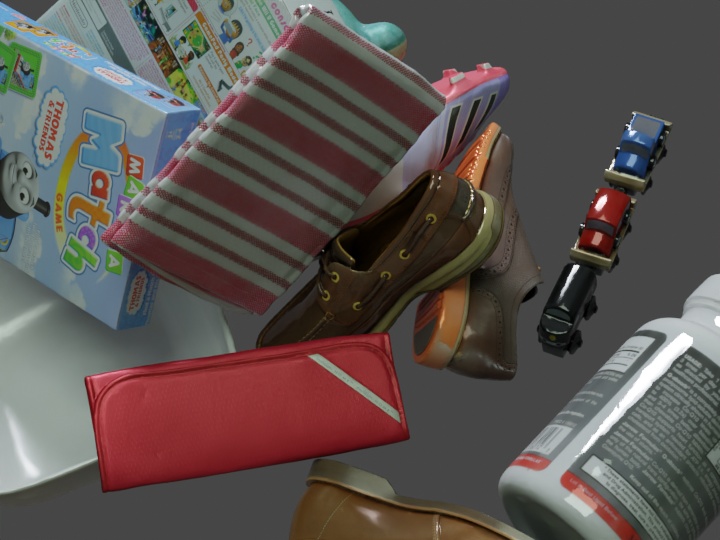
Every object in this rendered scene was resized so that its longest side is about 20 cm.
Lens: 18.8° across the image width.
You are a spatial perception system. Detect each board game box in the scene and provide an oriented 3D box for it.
[{"bbox_3d":[-0.200,-0.072,1.418,0.200,0.151,0.037,28,24,32],"label":"board game box"},{"bbox_3d":[-0.117,-0.145,1.416,0.200,0.064,0.148,-36,75,30],"label":"board game box"}]

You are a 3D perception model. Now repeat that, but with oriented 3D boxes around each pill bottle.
[{"bbox_3d":[0.190,0.103,1.354,0.116,0.116,0.200,37,70,26],"label":"pill bottle"}]

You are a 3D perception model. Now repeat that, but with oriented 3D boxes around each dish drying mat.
[{"bbox_3d":[-0.071,0.088,1.386,0.200,0.018,0.077,-8,79,-13],"label":"dish drying mat"}]

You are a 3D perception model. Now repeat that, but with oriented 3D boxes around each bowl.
[{"bbox_3d":[-0.189,0.057,1.464,0.200,0.075,0.200,-25,59,-6],"label":"bowl"}]

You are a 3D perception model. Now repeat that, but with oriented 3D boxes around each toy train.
[{"bbox_3d":[0.166,-0.032,1.480,0.034,0.046,0.200,18,63,18],"label":"toy train"}]

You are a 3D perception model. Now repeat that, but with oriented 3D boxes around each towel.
[{"bbox_3d":[-0.053,-0.066,1.358,0.200,0.146,0.030,-48,50,11],"label":"towel"}]

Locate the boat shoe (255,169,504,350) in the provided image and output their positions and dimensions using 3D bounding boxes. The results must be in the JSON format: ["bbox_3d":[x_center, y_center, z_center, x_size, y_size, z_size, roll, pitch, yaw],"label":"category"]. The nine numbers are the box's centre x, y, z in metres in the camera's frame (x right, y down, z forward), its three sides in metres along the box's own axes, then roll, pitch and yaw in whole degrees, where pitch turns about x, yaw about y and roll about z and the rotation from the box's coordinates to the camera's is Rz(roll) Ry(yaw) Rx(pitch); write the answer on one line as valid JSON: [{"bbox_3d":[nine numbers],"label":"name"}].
[{"bbox_3d":[0.000,0.000,1.430,0.200,0.068,0.072,-37,36,23],"label":"boat shoe"}]

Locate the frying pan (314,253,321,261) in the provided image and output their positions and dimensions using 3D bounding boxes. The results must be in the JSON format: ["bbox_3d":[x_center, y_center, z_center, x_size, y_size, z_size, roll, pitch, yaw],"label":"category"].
[{"bbox_3d":[-0.049,-0.074,1.545,0.115,0.031,0.190,5,49,1],"label":"frying pan"}]

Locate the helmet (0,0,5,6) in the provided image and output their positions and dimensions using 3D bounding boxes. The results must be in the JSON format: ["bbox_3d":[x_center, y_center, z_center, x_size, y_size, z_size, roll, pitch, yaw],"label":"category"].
[{"bbox_3d":[-0.339,-0.137,1.537,0.200,0.200,0.191,-16,70,-1],"label":"helmet"}]

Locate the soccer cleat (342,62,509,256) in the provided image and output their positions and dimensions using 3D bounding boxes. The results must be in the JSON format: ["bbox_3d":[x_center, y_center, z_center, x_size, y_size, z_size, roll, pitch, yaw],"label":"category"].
[{"bbox_3d":[0.036,-0.082,1.517,0.200,0.077,0.067,-34,18,-38],"label":"soccer cleat"}]

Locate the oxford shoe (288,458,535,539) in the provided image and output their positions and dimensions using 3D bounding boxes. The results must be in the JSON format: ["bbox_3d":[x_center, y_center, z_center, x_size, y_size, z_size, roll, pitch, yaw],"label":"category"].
[{"bbox_3d":[0.046,0.182,1.361,0.200,0.071,0.071,13,67,28],"label":"oxford shoe"}]

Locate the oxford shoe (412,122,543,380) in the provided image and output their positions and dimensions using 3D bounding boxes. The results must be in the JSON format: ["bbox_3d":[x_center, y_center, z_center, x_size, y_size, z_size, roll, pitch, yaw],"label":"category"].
[{"bbox_3d":[0.087,-0.011,1.480,0.073,0.071,0.200,20,58,-11],"label":"oxford shoe"}]

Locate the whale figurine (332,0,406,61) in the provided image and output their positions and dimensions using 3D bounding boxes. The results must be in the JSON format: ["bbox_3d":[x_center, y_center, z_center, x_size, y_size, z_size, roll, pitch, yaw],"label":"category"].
[{"bbox_3d":[-0.042,-0.139,1.481,0.159,0.104,0.200,-28,20,-14],"label":"whale figurine"}]
